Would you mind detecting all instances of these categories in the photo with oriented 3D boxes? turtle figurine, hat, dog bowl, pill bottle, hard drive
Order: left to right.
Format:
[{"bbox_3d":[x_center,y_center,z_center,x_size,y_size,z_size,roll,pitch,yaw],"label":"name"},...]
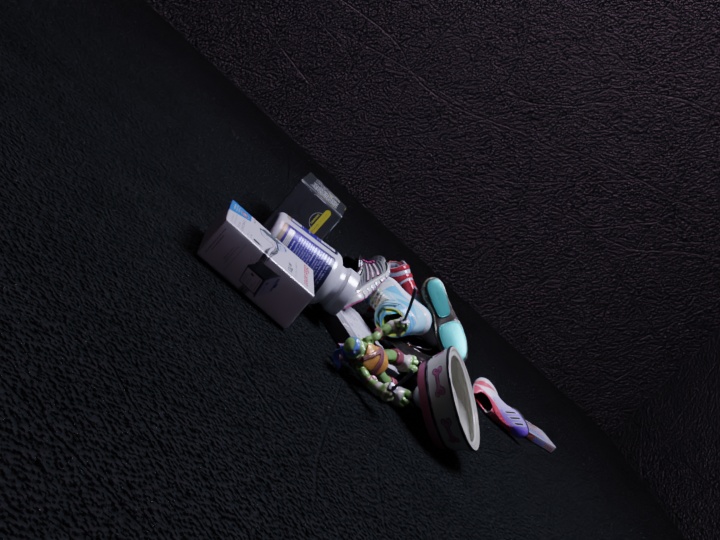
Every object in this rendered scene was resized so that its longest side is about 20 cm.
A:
[{"bbox_3d":[-0.105,-0.009,1.519,0.199,0.116,0.116,36,11,-13],"label":"pill bottle"},{"bbox_3d":[-0.013,0.132,1.599,0.139,0.038,0.201,34,16,-47],"label":"hard drive"},{"bbox_3d":[0.066,0.166,1.421,0.194,0.198,0.146,45,20,-54],"label":"turtle figurine"},{"bbox_3d":[0.110,0.181,1.739,0.197,0.082,0.201,22,20,-8],"label":"hat"},{"bbox_3d":[0.168,0.252,1.526,0.200,0.073,0.204,-16,90,-73],"label":"dog bowl"}]

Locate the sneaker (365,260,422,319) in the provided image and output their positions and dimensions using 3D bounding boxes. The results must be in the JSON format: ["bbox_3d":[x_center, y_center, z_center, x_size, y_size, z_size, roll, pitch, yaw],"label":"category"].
[{"bbox_3d":[0.064,0.044,1.833,0.070,0.199,0.114,-15,84,-35],"label":"sneaker"}]

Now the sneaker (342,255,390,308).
[{"bbox_3d":[0.000,0.000,1.673,0.089,0.073,0.200,63,33,-12],"label":"sneaker"}]

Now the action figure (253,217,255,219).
[{"bbox_3d":[-0.144,-0.060,1.689,0.199,0.099,0.066,39,11,-43],"label":"action figure"}]

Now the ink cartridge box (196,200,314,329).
[{"bbox_3d":[-0.178,-0.012,1.375,0.199,0.086,0.147,40,11,-15],"label":"ink cartridge box"}]

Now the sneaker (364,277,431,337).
[{"bbox_3d":[0.049,0.072,1.701,0.198,0.081,0.130,32,20,27],"label":"sneaker"}]

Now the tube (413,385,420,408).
[{"bbox_3d":[0.165,0.280,1.704,0.051,0.059,0.200,0,-12,21],"label":"tube"}]

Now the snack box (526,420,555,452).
[{"bbox_3d":[0.512,0.482,2.345,0.199,0.024,0.072,35,15,-46],"label":"snack box"}]

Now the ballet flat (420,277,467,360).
[{"bbox_3d":[0.180,0.115,1.735,0.075,0.067,0.203,120,-46,-66],"label":"ballet flat"}]

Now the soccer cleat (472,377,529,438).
[{"bbox_3d":[0.366,0.378,2.105,0.200,0.068,0.073,49,33,0],"label":"soccer cleat"}]

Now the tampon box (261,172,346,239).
[{"bbox_3d":[-0.127,-0.124,1.844,0.126,0.150,0.200,42,10,-5],"label":"tampon box"}]
